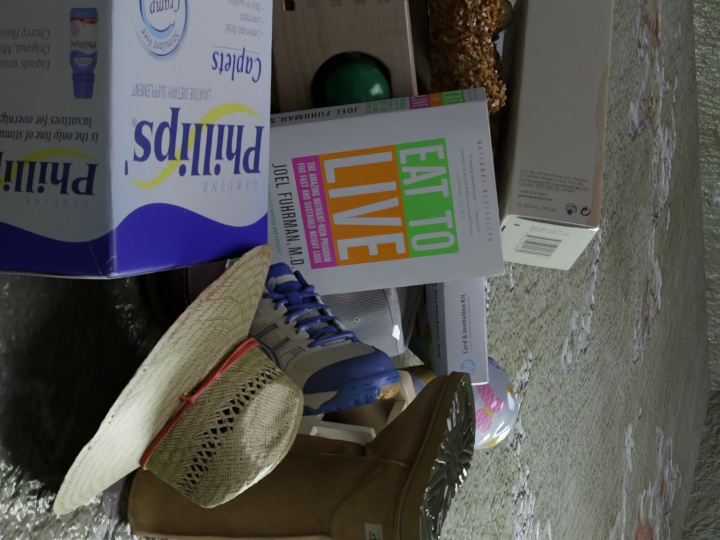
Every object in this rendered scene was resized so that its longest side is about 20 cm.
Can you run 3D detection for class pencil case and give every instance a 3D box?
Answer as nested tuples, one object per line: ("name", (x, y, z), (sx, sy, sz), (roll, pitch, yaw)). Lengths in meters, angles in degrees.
("pencil case", (0.051, 0.131, 1.225), (0.199, 0.083, 0.092), (-9, 106, -46))

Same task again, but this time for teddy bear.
("teddy bear", (0.087, -0.137, 1.076), (0.145, 0.066, 0.202), (69, 20, -72))

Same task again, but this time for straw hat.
("straw hat", (-0.083, 0.090, 0.824), (0.202, 0.085, 0.201), (-51, 173, -9))

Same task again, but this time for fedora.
("fedora", (0.000, 0.000, 1.143), (0.177, 0.089, 0.201), (-64, 149, -46))

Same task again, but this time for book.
("book", (-0.004, -0.053, 0.985), (0.048, 0.198, 0.135), (-90, 171, -60))

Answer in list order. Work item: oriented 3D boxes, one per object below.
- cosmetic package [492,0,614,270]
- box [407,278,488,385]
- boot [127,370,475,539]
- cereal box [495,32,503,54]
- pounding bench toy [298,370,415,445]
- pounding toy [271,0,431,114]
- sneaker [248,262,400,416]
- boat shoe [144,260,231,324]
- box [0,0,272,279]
("cosmetic package", (0.145, -0.113, 1.075), (0.104, 0.072, 0.202), (109, -10, -72))
("box", (0.065, 0.003, 1.237), (0.200, 0.041, 0.158), (-140, -134, -73))
("boot", (-0.033, 0.120, 0.933), (0.175, 0.198, 0.067), (-55, 143, -57))
("cereal box", (0.123, -0.214, 1.366), (0.040, 0.144, 0.200), (-55, 168, 22))
("pounding bench toy", (-0.025, 0.197, 1.067), (0.157, 0.123, 0.201), (-64, 150, -43))
("pounding toy", (-0.026, -0.162, 1.027), (0.200, 0.141, 0.186), (-76, 161, -61))
("sneaker", (-0.050, 0.041, 0.915), (0.075, 0.199, 0.089), (-6, 99, -38))
("boat shoe", (-0.100, -0.062, 0.911), (0.070, 0.070, 0.202), (-20, 114, -68))
("box", (-0.131, -0.104, 0.776), (0.184, 0.104, 0.202), (-13, 106, -67))
